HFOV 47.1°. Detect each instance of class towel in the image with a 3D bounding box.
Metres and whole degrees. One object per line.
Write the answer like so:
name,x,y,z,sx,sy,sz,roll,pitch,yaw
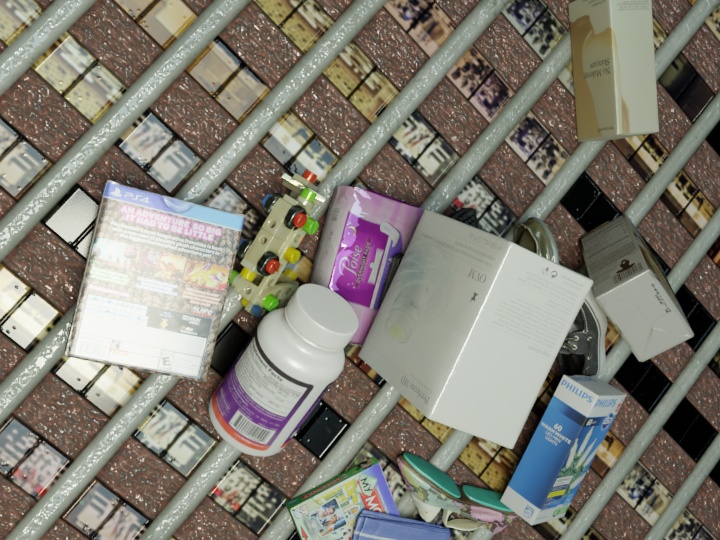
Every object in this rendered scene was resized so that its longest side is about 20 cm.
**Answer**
towel,0.032,0.426,1.098,0.144,0.024,0.201,17,89,-22

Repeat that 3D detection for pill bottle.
pill bottle,-0.088,0.115,0.971,0.111,0.112,0.200,26,118,-19

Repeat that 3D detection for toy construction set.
toy construction set,-0.092,-0.031,1.005,0.092,0.131,0.201,16,86,25

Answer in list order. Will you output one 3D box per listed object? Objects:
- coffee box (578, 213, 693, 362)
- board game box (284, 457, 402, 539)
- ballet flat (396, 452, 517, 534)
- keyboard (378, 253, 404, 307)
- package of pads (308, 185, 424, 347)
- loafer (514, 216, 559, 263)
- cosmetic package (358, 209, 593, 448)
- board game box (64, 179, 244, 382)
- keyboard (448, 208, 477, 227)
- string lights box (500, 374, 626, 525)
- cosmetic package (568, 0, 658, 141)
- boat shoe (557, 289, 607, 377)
coffee box,0.369,0.018,1.122,0.080,0.200,0.114,-32,106,20
board game box,-0.003,0.371,1.105,0.134,0.029,0.201,-24,101,-16
ballet flat,0.124,0.318,1.133,0.200,0.069,0.071,27,103,-19
keyboard,0.090,0.062,1.079,0.200,0.021,0.128,23,78,-46
package of pads,0.000,0.000,1.059,0.120,0.076,0.201,16,89,-24
loafer,0.226,0.027,1.141,0.069,0.075,0.201,0,94,-17
cosmetic package,0.118,0.058,0.927,0.123,0.199,0.201,22,94,-25
board game box,-0.241,0.012,0.964,0.159,0.097,0.201,14,88,-20
keyboard,0.132,0.025,1.080,0.127,0.021,0.201,-29,114,-44
string lights box,0.278,0.243,1.134,0.103,0.059,0.201,9,109,-50
cosmetic package,0.353,-0.286,1.155,0.071,0.105,0.201,-6,94,-17
boat shoe,0.293,0.093,1.140,0.066,0.070,0.200,-42,140,-20
